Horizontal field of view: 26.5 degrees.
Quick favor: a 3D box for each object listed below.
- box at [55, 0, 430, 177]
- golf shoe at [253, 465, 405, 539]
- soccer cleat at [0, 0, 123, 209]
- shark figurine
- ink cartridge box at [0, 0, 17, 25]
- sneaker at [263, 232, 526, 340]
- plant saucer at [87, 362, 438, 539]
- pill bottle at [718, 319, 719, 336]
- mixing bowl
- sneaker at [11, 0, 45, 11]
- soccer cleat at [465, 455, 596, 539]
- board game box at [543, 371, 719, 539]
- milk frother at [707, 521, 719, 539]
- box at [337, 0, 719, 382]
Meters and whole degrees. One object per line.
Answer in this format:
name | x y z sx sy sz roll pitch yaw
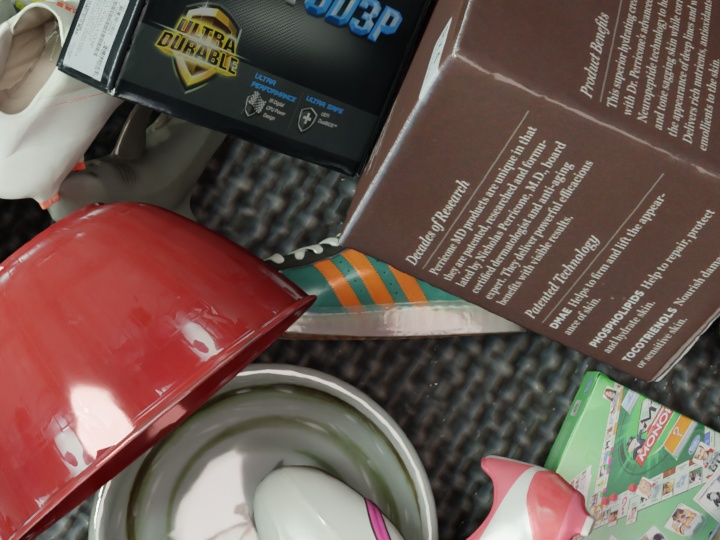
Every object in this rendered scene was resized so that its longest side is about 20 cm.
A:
box | -0.045 -0.145 0.781 0.046 0.200 0.159 26 96 37
golf shoe | 0.006 0.185 0.806 0.073 0.092 0.200 -36 74 2
soccer cleat | -0.140 -0.118 0.782 0.069 0.078 0.200 10 48 22
shark figurine | -0.094 -0.059 0.875 0.089 0.128 0.214 44 57 5
ink cartridge box | -0.272 -0.056 0.815 0.147 0.145 0.201 10 86 -7
sneaker | 0.000 0.000 0.894 0.199 0.071 0.080 0 85 -15
plant saucer | -0.056 0.153 0.886 0.199 0.050 0.201 0 88 -7
pill bottle | 0.324 0.057 0.911 0.200 0.116 0.116 38 83 -6
mixing bowl | -0.131 0.037 0.759 0.200 0.200 0.108 -39 89 -8
sneaker | -0.129 -0.230 0.887 0.105 0.076 0.200 21 92 -19
soccer cleat | 0.064 0.204 0.873 0.076 0.067 0.200 26 87 16
board game box | 0.158 0.180 0.926 0.134 0.029 0.200 26 85 -5
milk frother | 0.287 0.253 0.856 0.180 0.188 0.200 40 79 -26
box | 0.122 -0.077 0.834 0.200 0.164 0.166 24 50 -6
